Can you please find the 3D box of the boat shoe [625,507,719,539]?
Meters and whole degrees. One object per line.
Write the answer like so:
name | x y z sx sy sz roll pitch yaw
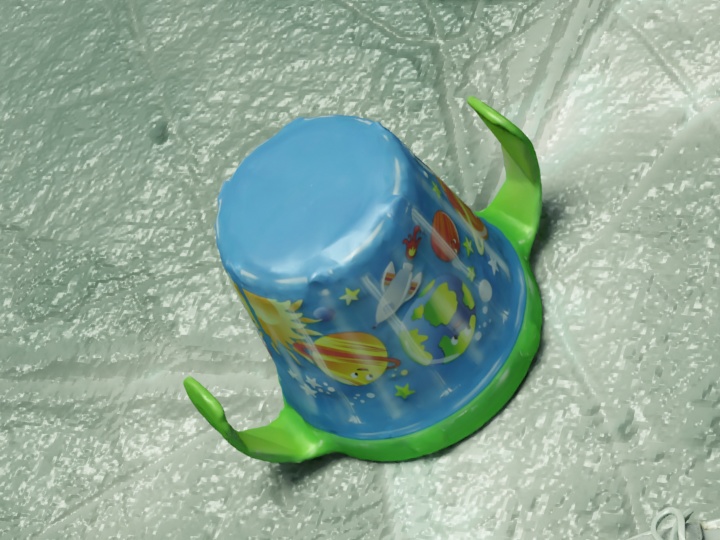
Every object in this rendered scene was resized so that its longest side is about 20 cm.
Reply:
boat shoe | 0.103 0.147 0.929 0.202 0.065 0.075 -20 50 14

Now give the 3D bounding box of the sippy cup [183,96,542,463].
sippy cup | 0.000 0.000 1.046 0.139 0.130 0.178 -1 58 28
